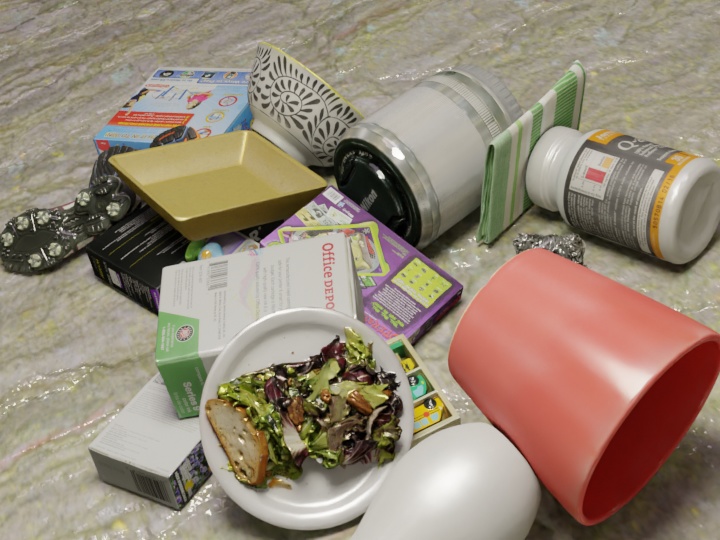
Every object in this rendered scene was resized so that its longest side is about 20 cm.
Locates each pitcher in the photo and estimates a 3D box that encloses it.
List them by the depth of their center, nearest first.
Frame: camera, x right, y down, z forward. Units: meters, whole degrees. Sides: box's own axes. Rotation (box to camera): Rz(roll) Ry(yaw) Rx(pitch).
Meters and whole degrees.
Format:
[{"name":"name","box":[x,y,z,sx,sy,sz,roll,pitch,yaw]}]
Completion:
[{"name":"pitcher","box":[0.069,0.237,1.035,0.199,0.122,0.172,-38,63,-14]}]

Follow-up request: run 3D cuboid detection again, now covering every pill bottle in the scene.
[{"name":"pill bottle","box":[0.287,-0.089,1.374,0.199,0.117,0.116,24,50,39]}]

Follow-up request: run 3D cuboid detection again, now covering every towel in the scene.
[{"name":"towel","box":[0.197,-0.136,1.436,0.023,0.154,0.200,28,51,26]}]

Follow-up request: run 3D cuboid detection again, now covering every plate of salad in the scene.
[{"name":"plate of salad","box":[-0.047,0.133,1.134,0.198,0.203,0.048,-19,-5,-8]}]

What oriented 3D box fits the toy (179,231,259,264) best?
[{"name":"toy","box":[-0.111,0.011,1.388,0.198,0.048,0.115,26,51,23]}]

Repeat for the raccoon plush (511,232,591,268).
[{"name":"raccoon plush","box":[0.187,0.055,1.199,0.095,0.135,0.201,-6,37,8]}]

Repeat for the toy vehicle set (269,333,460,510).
[{"name":"toy vehicle set","box":[-0.016,0.150,1.216,0.198,0.027,0.125,-24,47,-14]}]

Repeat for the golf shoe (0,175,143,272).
[{"name":"golf shoe","box":[-0.364,-0.051,1.580,0.198,0.078,0.088,-22,-7,13]}]

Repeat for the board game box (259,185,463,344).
[{"name":"board game box","box":[0.000,0.000,1.362,0.199,0.032,0.120,38,54,21]}]

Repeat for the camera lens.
[{"name":"camera lens","box":[0.079,-0.130,1.455,0.199,0.161,0.159,-36,42,-27]}]

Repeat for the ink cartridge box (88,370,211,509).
[{"name":"ink cartridge box","box":[-0.170,0.143,1.272,0.108,0.051,0.200,13,43,30]}]

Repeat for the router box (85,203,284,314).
[{"name":"router box","box":[-0.211,-0.040,1.520,0.148,0.052,0.199,26,52,38]}]

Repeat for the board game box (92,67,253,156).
[{"name":"board game box","box":[-0.238,-0.210,1.748,0.197,0.056,0.197,5,41,24]}]

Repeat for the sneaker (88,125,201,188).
[{"name":"sneaker","box":[-0.276,-0.124,1.643,0.198,0.078,0.076,-11,59,28]}]

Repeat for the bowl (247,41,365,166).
[{"name":"bowl","box":[-0.078,-0.191,1.600,0.095,0.200,0.200,-53,45,-2]}]

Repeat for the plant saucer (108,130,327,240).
[{"name":"plant saucer","box":[-0.169,-0.097,1.474,0.198,0.049,0.200,-15,32,-30]}]

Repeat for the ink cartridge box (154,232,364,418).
[{"name":"ink cartridge box","box":[-0.095,0.053,1.247,0.197,0.088,0.146,-13,39,5]}]

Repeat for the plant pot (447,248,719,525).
[{"name":"plant pot","box":[0.183,0.087,1.076,0.200,0.202,0.177,-36,57,-28]}]
